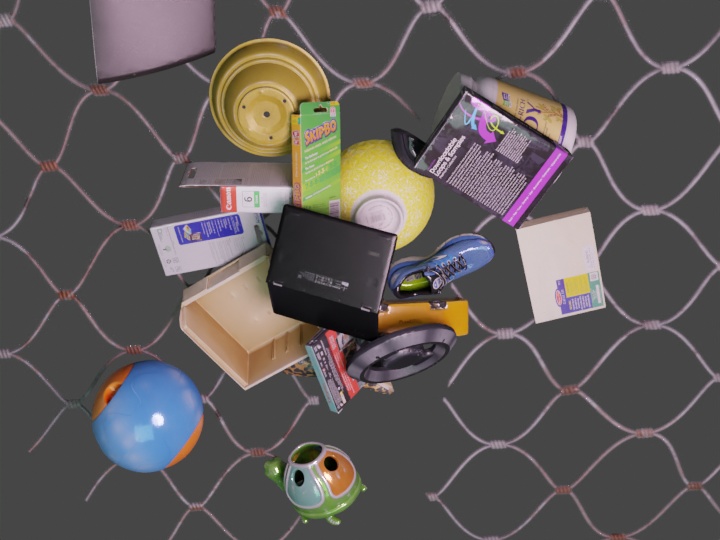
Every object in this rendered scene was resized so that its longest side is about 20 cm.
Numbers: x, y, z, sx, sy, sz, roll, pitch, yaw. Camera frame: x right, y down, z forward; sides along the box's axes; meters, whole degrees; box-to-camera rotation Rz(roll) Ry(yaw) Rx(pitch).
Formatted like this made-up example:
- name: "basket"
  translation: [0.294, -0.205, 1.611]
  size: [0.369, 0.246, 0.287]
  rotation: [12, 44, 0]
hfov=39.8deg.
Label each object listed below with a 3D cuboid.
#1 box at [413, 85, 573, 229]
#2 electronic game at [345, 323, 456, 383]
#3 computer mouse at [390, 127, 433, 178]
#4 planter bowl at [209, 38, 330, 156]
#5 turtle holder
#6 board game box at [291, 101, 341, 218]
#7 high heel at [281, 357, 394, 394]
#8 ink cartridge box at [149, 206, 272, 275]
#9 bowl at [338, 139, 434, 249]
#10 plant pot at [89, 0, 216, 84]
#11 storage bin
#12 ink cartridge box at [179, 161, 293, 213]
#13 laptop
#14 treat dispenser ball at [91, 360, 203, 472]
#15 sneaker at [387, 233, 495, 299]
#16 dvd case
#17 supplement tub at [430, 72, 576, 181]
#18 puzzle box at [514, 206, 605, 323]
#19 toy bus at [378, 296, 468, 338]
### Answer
- name: "box"
  translation: [0.200, -0.170, 1.514]
  size: [0.199, 0.036, 0.143]
  rotation: [28, 114, -17]
- name: "electronic game"
  translation: [0.070, 0.142, 1.708]
  size: [0.199, 0.042, 0.200]
  rotation: [-16, 156, -7]
- name: "computer mouse"
  translation: [0.134, -0.157, 1.602]
  size: [0.200, 0.140, 0.046]
  rotation: [31, 91, -31]
- name: "planter bowl"
  translation: [-0.148, -0.262, 1.596]
  size: [0.199, 0.084, 0.201]
  rotation: [-1, 118, -1]
- name: "turtle holder"
  translation: [-0.089, 0.396, 1.932]
  size: [0.141, 0.185, 0.132]
  rotation: [-35, 118, -18]
- name: "board game box"
  translation: [-0.070, -0.169, 1.593]
  size: [0.030, 0.095, 0.201]
  rotation: [12, 106, 38]
- name: "high heel"
  translation: [-0.044, 0.192, 1.858]
  size: [0.142, 0.072, 0.200]
  rotation: [-36, 115, 28]
- name: "ink cartridge box"
  translation: [-0.256, -0.057, 1.730]
  size: [0.199, 0.039, 0.100]
  rotation: [-9, 119, 5]
- name: "bowl"
  translation: [0.029, -0.107, 1.669]
  size: [0.199, 0.108, 0.201]
  rotation: [0, 118, 0]
- name: "plant pot"
  translation: [-0.307, -0.402, 1.467]
  size: [0.176, 0.200, 0.200]
  rotation: [-4, 119, -11]
- name: "storage bin"
  translation: [-0.182, 0.080, 1.749]
  size: [0.199, 0.094, 0.199]
  rotation: [-29, 125, 18]
- name: "ink cartridge box"
  translation: [-0.192, -0.138, 1.647]
  size: [0.199, 0.109, 0.051]
  rotation: [0, 117, -1]
- name: "laptop"
  translation: [-0.045, 0.009, 1.602]
  size: [0.186, 0.116, 0.201]
  rotation: [15, 100, 7]
- name: "treat dispenser ball"
  translation: [-0.386, 0.264, 1.807]
  size: [0.200, 0.201, 0.202]
  rotation: [0, 118, -1]
- name: "sneaker"
  translation: [0.143, 0.004, 1.739]
  size: [0.199, 0.089, 0.079]
  rotation: [-24, 117, 11]
- name: "dvd case"
  translation: [-0.010, 0.134, 1.761]
  size: [0.022, 0.200, 0.147]
  rotation: [6, 127, 41]
- name: "supplement tub"
  translation: [0.226, -0.224, 1.587]
  size: [0.199, 0.146, 0.146]
  rotation: [18, 117, -11]
- name: "puzzle box"
  translation: [0.356, -0.007, 1.773]
  size: [0.132, 0.025, 0.201]
  rotation: [-13, 118, 6]
- name: "toy bus"
  translation: [0.092, 0.084, 1.760]
  size: [0.199, 0.078, 0.065]
  rotation: [-2, 97, -14]
